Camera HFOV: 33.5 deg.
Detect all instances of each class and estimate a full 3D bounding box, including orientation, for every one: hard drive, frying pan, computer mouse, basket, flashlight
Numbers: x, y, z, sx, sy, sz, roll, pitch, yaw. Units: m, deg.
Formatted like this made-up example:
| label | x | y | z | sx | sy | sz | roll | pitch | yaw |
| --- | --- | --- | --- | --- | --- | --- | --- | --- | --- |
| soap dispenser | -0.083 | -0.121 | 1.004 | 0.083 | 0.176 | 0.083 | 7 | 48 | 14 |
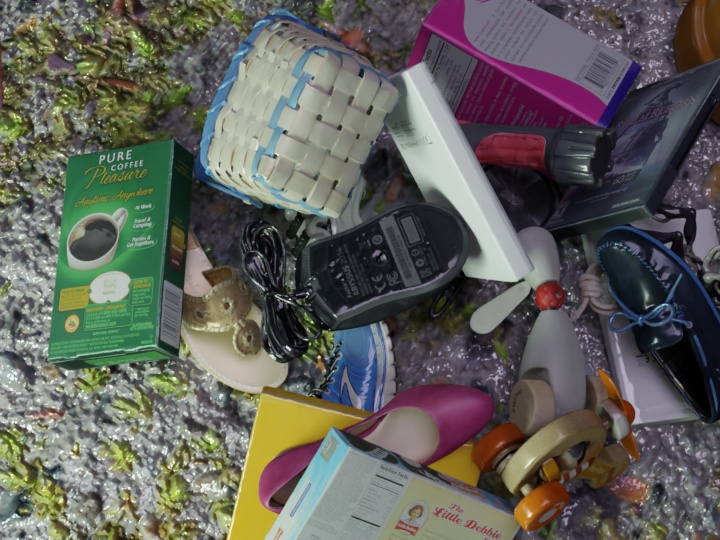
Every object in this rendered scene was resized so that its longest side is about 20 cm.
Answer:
| label | x | y | z | sx | sy | sz | roll | pitch | yaw |
| --- | --- | --- | --- | --- | --- | --- | --- | --- | --- |
| hard drive | 0.077 | -0.085 | 1.066 | 0.027 | 0.132 | 0.201 | -30 | 99 | -11 |
| hard drive | 0.296 | 0.044 | 1.154 | 0.131 | 0.026 | 0.201 | -6 | 72 | -8 |
| frying pan | 0.117 | -0.048 | 1.170 | 0.189 | 0.031 | 0.115 | -30 | 76 | -17 |
| computer mouse | 0.000 | 0.000 | 1.063 | 0.199 | 0.053 | 0.139 | -16 | 66 | -1 |
| basket | -0.069 | -0.134 | 1.053 | 0.139 | 0.200 | 0.177 | 22 | 98 | -40 |
| flashlight | 0.133 | -0.108 | 1.120 | 0.199 | 0.068 | 0.068 | 10 | 99 | 34 |

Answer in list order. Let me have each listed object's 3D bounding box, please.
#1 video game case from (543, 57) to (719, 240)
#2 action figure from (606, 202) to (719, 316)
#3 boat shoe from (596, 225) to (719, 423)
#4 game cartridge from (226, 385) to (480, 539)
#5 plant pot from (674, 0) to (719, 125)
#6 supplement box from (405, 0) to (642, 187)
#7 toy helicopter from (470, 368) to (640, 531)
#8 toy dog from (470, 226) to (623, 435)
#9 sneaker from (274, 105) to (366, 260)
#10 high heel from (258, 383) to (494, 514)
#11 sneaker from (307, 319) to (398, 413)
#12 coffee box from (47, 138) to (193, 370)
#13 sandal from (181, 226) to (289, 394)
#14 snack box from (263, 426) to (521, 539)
| label | x | y | z | sx | sy | sz | roll | pitch | yaw |
| --- | --- | --- | --- | --- | --- | --- | --- | --- | --- |
| video game case | 0.266 | -0.115 | 1.137 | 0.019 | 0.143 | 0.201 | 43 | 64 | -18 |
| action figure | 0.330 | -0.014 | 1.108 | 0.199 | 0.102 | 0.119 | 31 | 49 | 8 |
| boat shoe | 0.279 | 0.050 | 1.072 | 0.200 | 0.084 | 0.069 | 48 | 61 | -3 |
| game cartridge | -0.008 | 0.207 | 1.031 | 0.199 | 0.032 | 0.178 | 14 | 99 | -2 |
| plant pot | 0.437 | -0.255 | 1.185 | 0.198 | 0.183 | 0.202 | 2 | 71 | -5 |
| supplement box | 0.153 | -0.189 | 1.170 | 0.199 | 0.104 | 0.101 | 32 | 57 | 5 |
| toy helicopter | 0.192 | 0.153 | 1.024 | 0.132 | 0.200 | 0.079 | -45 | 60 | 13 |
| toy dog | 0.166 | 0.071 | 1.105 | 0.131 | 0.096 | 0.201 | 24 | 57 | -16 |
| sneaker | -0.041 | -0.098 | 1.154 | 0.080 | 0.075 | 0.201 | -9 | 76 | -21 |
| high heel | 0.014 | 0.144 | 0.957 | 0.198 | 0.096 | 0.068 | -14 | 98 | 3 |
| sneaker | -0.013 | 0.107 | 1.077 | 0.088 | 0.079 | 0.201 | -4 | 72 | -9 |
| coffee box | -0.217 | -0.015 | 1.092 | 0.122 | 0.044 | 0.202 | -9 | 69 | 23 |
| sandal | -0.142 | 0.021 | 1.098 | 0.077 | 0.070 | 0.212 | -34 | 78 | -15 |
| snack box | 0.029 | 0.211 | 0.954 | 0.199 | 0.037 | 0.117 | 28 | 96 | -34 |
